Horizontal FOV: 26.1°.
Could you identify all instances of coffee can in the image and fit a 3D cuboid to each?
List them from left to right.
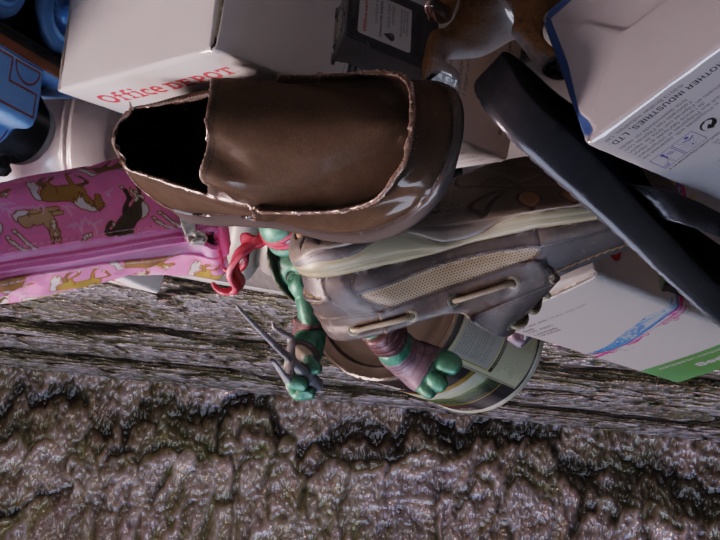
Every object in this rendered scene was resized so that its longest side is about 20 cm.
[{"bbox_3d":[0.064,0.042,1.389,0.145,0.148,0.200,2,168,28],"label":"coffee can"}]

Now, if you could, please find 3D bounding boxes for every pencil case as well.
[{"bbox_3d":[-0.175,-0.020,0.883,0.199,0.083,0.087,-9,159,-21],"label":"pencil case"}]

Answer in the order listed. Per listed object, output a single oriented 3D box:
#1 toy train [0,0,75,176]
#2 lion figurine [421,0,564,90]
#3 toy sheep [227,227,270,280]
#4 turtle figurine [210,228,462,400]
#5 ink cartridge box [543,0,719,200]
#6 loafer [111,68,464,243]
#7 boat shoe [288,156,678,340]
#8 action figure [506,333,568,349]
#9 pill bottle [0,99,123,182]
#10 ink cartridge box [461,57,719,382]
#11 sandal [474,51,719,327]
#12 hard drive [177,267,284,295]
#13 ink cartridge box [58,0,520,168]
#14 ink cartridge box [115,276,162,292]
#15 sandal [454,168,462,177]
[{"bbox_3d":[-0.215,-0.121,0.808,0.086,0.115,0.200,4,168,23],"label":"toy train"},{"bbox_3d":[0.105,-0.110,0.750,0.199,0.123,0.072,33,132,-30],"label":"lion figurine"},{"bbox_3d":[-0.082,-0.055,1.039,0.198,0.139,0.138,12,170,3],"label":"toy sheep"},{"bbox_3d":[0.000,0.000,0.907,0.101,0.150,0.200,41,-172,38],"label":"turtle figurine"},{"bbox_3d":[0.198,-0.089,0.668,0.199,0.077,0.136,18,138,-38],"label":"ink cartridge box"},{"bbox_3d":[-0.041,-0.052,0.707,0.199,0.074,0.071,-5,164,42],"label":"loafer"},{"bbox_3d":[0.065,-0.009,0.799,0.198,0.074,0.075,-9,-155,6],"label":"boat shoe"},{"bbox_3d":[0.113,0.003,1.051,0.130,0.069,0.200,44,178,5],"label":"action figure"},{"bbox_3d":[-0.243,-0.098,0.962,0.198,0.112,0.111,6,169,4],"label":"pill bottle"},{"bbox_3d":[0.155,-0.029,0.923,0.084,0.146,0.199,-23,152,38],"label":"ink cartridge box"},{"bbox_3d":[0.133,-0.032,0.690,0.200,0.043,0.076,36,-160,-32],"label":"sandal"},{"bbox_3d":[-0.029,-0.027,1.139,0.199,0.033,0.139,8,-149,43],"label":"hard drive"},{"bbox_3d":[-0.037,-0.113,0.812,0.199,0.084,0.145,15,167,-39],"label":"ink cartridge box"},{"bbox_3d":[-0.254,-0.054,1.169,0.199,0.085,0.145,12,172,25],"label":"ink cartridge box"},{"bbox_3d":[0.084,-0.076,1.062,0.075,0.045,0.200,13,-176,-2],"label":"sandal"}]
